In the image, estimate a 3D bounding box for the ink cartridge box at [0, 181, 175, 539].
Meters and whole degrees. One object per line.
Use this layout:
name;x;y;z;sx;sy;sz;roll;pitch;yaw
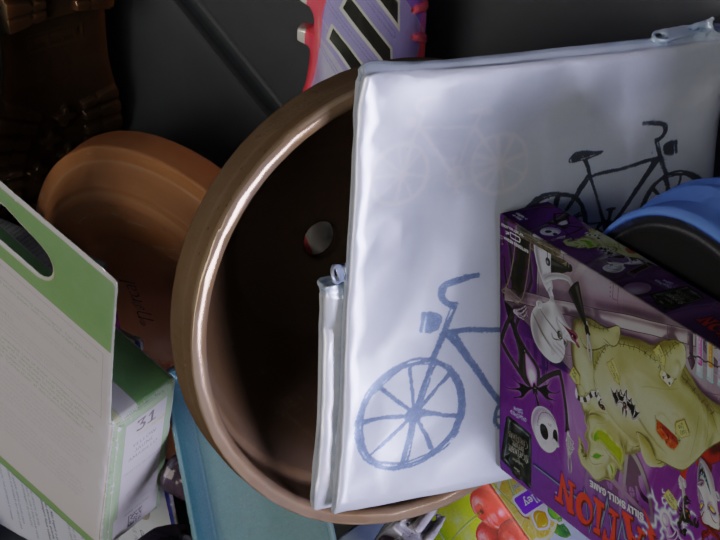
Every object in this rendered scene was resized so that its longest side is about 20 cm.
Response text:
ink cartridge box;-0.148;0.018;1.084;0.146;0.048;0.200;39;143;22

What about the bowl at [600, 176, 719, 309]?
bowl;0.142;0.064;0.935;0.201;0.039;0.201;40;136;54

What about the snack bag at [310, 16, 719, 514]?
snack bag;0.067;-0.003;0.999;0.021;0.188;0.200;35;128;55

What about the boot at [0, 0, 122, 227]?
boot;-0.174;-0.111;1.208;0.107;0.075;0.200;41;134;42

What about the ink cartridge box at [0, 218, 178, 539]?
ink cartridge box;-0.155;0.068;1.218;0.200;0.043;0.196;22;136;33

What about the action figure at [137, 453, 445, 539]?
action figure;-0.010;0.149;1.089;0.200;0.069;0.130;29;110;28

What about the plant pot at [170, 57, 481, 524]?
plant pot;0.000;0.000;1.030;0.093;0.201;0.201;34;127;55

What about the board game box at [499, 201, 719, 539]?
board game box;0.113;0.061;0.917;0.200;0.032;0.120;35;136;55

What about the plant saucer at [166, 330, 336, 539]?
plant saucer;-0.040;0.121;1.058;0.070;0.019;0.200;-25;60;20

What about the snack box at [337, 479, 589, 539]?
snack box;0.069;0.192;1.127;0.169;0.068;0.200;-41;78;38

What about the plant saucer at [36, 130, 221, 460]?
plant saucer;-0.088;0.027;1.170;0.200;0.032;0.200;28;136;30

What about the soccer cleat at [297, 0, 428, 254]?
soccer cleat;0.006;-0.084;1.087;0.076;0.067;0.200;24;120;9
